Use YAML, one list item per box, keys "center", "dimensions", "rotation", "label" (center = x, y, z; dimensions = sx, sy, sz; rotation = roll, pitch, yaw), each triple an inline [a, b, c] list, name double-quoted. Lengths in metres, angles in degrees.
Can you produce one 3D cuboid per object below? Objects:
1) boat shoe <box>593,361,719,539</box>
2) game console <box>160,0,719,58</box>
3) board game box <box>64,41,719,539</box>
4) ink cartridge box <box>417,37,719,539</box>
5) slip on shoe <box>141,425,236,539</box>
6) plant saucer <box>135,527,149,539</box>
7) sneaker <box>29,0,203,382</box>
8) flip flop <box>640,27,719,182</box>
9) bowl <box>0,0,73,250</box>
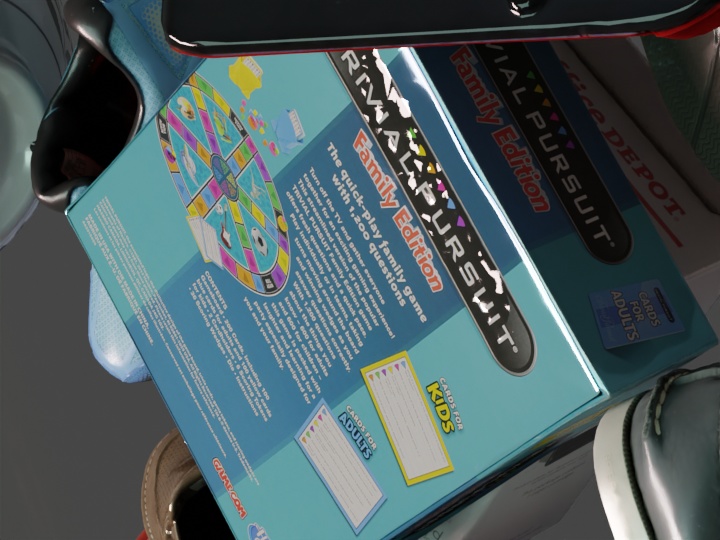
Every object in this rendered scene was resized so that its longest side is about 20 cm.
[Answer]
- center: [0.125, 0.112, 0.630]
  dimensions: [0.062, 0.073, 0.200]
  rotation: [-35, 72, 36]
  label: "boat shoe"
- center: [0.029, -0.154, 0.644]
  dimensions: [0.177, 0.031, 0.200]
  rotation: [1, 82, 27]
  label: "game console"
- center: [0.000, 0.000, 0.752]
  dimensions: [0.151, 0.047, 0.200]
  rotation: [61, 144, 9]
  label: "board game box"
- center: [0.043, -0.004, 0.795]
  dimensions: [0.116, 0.067, 0.200]
  rotation: [51, 143, 21]
  label: "ink cartridge box"
- center: [-0.042, 0.089, 0.913]
  dimensions: [0.061, 0.076, 0.200]
  rotation: [52, 180, -27]
  label: "slip on shoe"
- center: [-0.070, 0.168, 0.934]
  dimensions: [0.200, 0.200, 0.037]
  rotation: [3, 139, 53]
  label: "plant saucer"
- center: [-0.088, -0.037, 0.931]
  dimensions: [0.078, 0.090, 0.200]
  rotation: [40, 139, 33]
  label: "sneaker"
- center: [0.103, -0.107, 0.671]
  dimensions: [0.081, 0.058, 0.200]
  rotation: [128, 129, -62]
  label: "flip flop"
- center: [-0.175, -0.058, 0.936]
  dimensions: [0.094, 0.201, 0.201]
  rotation: [32, 133, 41]
  label: "bowl"
